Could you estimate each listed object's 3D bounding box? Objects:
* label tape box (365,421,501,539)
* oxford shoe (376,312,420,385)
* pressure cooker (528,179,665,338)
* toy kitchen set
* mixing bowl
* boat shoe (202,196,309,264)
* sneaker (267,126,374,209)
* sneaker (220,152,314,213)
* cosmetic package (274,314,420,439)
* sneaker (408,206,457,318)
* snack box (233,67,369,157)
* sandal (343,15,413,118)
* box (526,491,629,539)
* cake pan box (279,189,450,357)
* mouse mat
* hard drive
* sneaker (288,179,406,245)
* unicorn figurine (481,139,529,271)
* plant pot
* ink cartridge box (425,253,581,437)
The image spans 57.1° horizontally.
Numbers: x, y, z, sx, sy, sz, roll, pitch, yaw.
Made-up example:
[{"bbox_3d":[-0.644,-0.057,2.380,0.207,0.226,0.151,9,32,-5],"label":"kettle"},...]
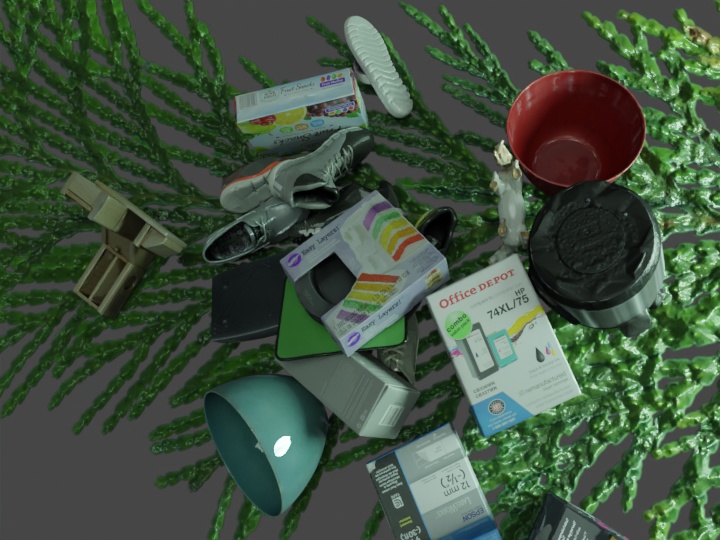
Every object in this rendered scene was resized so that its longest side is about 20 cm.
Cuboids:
[{"bbox_3d":[0.111,0.345,0.959,0.140,0.066,0.205,-25,73,5],"label":"label tape box"},{"bbox_3d":[0.054,0.125,1.022,0.073,0.058,0.207,-3,76,12],"label":"oxford shoe"},{"bbox_3d":[0.334,-0.010,0.922,0.174,0.199,0.181,14,82,30],"label":"pressure cooker"},{"bbox_3d":[-0.394,-0.014,1.061,0.161,0.200,0.183,32,85,16],"label":"toy kitchen set"},{"bbox_3d":[0.316,-0.186,1.002,0.193,0.109,0.206,-4,65,8],"label":"mixing bowl"},{"bbox_3d":[-0.172,-0.062,1.087,0.196,0.072,0.071,-26,105,8],"label":"boat shoe"},{"bbox_3d":[-0.042,-0.150,1.046,0.197,0.076,0.116,-30,42,-14],"label":"sneaker"},{"bbox_3d":[-0.149,-0.169,1.116,0.194,0.078,0.083,-18,51,-6],"label":"sneaker"},{"bbox_3d":[-0.022,0.154,0.969,0.198,0.106,0.092,36,98,34],"label":"cosmetic package"},{"bbox_3d":[0.087,-0.017,1.012,0.073,0.085,0.204,26,74,-3],"label":"sneaker"},{"bbox_3d":[-0.092,-0.251,1.085,0.193,0.142,0.055,-11,74,9],"label":"snack box"},{"bbox_3d":[0.019,-0.342,1.129,0.050,0.081,0.207,-39,70,45],"label":"sandal"},{"bbox_3d":[0.272,0.379,0.850,0.113,0.200,0.135,27,83,16],"label":"box"},{"bbox_3d":[0.000,0.000,0.956,0.198,0.053,0.185,-35,50,-8],"label":"cake pan box"},{"bbox_3d":[-0.027,0.053,0.965,0.193,0.008,0.164,-7,49,11],"label":"mouse mat"},{"bbox_3d":[-0.144,0.042,1.063,0.194,0.043,0.138,-16,54,9],"label":"hard drive"},{"bbox_3d":[-0.026,-0.096,1.082,0.194,0.067,0.093,-13,73,4],"label":"sneaker"},{"bbox_3d":[0.215,-0.076,0.969,0.072,0.137,0.207,11,94,12],"label":"unicorn figurine"},{"bbox_3d":[-0.124,0.235,0.981,0.133,0.202,0.201,-28,70,-33],"label":"plant pot"},{"bbox_3d":[0.196,0.107,0.945,0.143,0.146,0.205,-24,79,4],"label":"ink cartridge box"}]
